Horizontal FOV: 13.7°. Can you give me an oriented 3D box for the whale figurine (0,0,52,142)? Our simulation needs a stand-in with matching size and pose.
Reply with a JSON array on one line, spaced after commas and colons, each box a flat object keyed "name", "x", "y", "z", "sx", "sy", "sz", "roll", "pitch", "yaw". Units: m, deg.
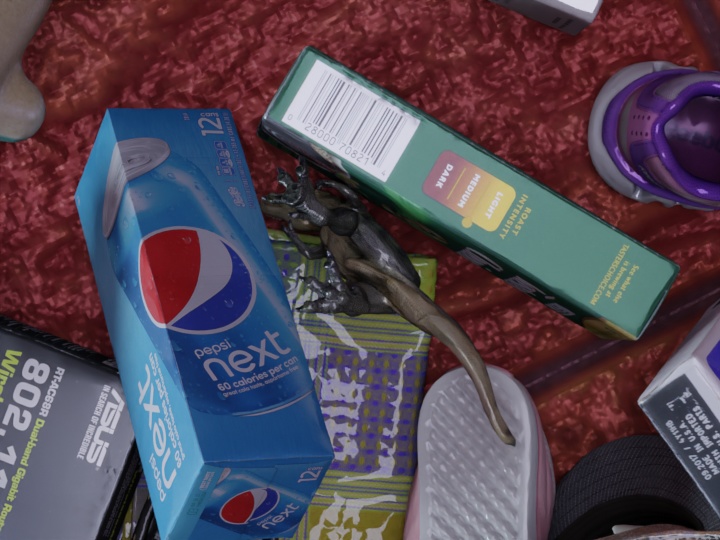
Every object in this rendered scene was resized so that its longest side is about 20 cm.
[{"name": "whale figurine", "x": -0.201, "y": -0.125, "z": 1.384, "sx": 0.200, "sy": 0.104, "sz": 0.159, "roll": -35, "pitch": 93, "yaw": -42}]

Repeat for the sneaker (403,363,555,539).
[{"name": "sneaker", "x": 0.053, "y": 0.146, "z": 1.394, "sx": 0.075, "sy": 0.105, "sz": 0.201, "roll": 6, "pitch": 85, "yaw": 8}]

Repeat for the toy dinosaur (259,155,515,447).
[{"name": "toy dinosaur", "x": 0.000, "y": 0.000, "z": 1.352, "sx": 0.047, "sy": 0.200, "sz": 0.088, "roll": -50, "pitch": 136, "yaw": 10}]

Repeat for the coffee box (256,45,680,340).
[{"name": "coffee box", "x": 0.047, "y": -0.033, "z": 1.389, "sx": 0.200, "sy": 0.123, "sz": 0.044, "roll": 30, "pitch": 88, "yaw": -3}]

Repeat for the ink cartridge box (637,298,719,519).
[{"name": "ink cartridge box", "x": 0.221, "y": 0.098, "z": 1.377, "sx": 0.043, "sy": 0.200, "sz": 0.198, "roll": -36, "pitch": 91, "yaw": 27}]

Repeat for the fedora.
[{"name": "fedora", "x": 0.136, "y": 0.186, "z": 1.393, "sx": 0.090, "sy": 0.177, "sz": 0.200, "roll": 32, "pitch": 70, "yaw": -32}]

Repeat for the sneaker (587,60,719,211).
[{"name": "sneaker", "x": 0.210, "y": -0.054, "z": 1.412, "sx": 0.200, "sy": 0.088, "sz": 0.081, "roll": 8, "pitch": 89, "yaw": -3}]

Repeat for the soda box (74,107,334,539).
[{"name": "soda box", "x": -0.073, "y": 0.022, "z": 1.349, "sx": 0.064, "sy": 0.068, "sz": 0.200, "roll": -1, "pitch": 53, "yaw": -24}]

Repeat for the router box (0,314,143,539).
[{"name": "router box", "x": -0.193, "y": 0.118, "z": 1.398, "sx": 0.150, "sy": 0.062, "sz": 0.200, "roll": 20, "pitch": 89, "yaw": 6}]

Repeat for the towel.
[{"name": "towel", "x": -0.042, "y": 0.082, "z": 1.435, "sx": 0.143, "sy": 0.023, "sz": 0.200, "roll": 9, "pitch": 90, "yaw": -2}]

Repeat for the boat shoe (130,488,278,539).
[{"name": "boat shoe", "x": -0.084, "y": 0.160, "z": 1.377, "sx": 0.074, "sy": 0.063, "sz": 0.202, "roll": 17, "pitch": 81, "yaw": -4}]

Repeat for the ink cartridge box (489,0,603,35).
[{"name": "ink cartridge box", "x": 0.042, "y": -0.217, "z": 1.405, "sx": 0.200, "sy": 0.084, "sz": 0.146, "roll": 23, "pitch": 89, "yaw": -2}]

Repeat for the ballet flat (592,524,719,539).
[{"name": "ballet flat", "x": 0.096, "y": 0.141, "z": 1.304, "sx": 0.200, "sy": 0.067, "sz": 0.068, "roll": -9, "pitch": 110, "yaw": 4}]
